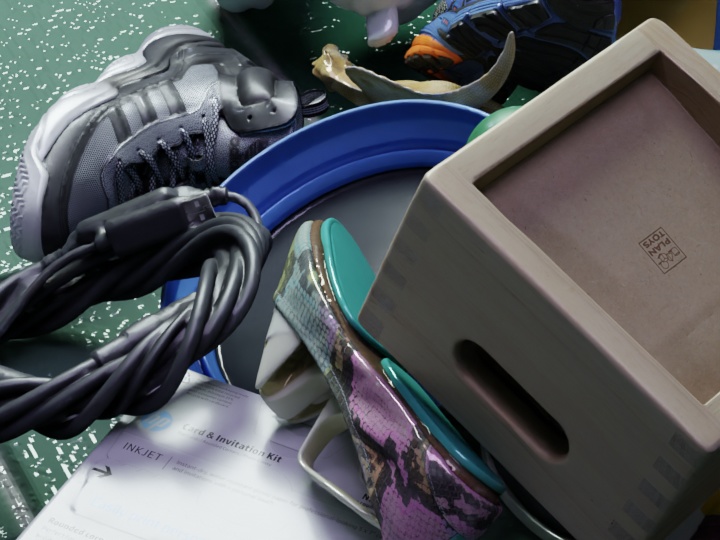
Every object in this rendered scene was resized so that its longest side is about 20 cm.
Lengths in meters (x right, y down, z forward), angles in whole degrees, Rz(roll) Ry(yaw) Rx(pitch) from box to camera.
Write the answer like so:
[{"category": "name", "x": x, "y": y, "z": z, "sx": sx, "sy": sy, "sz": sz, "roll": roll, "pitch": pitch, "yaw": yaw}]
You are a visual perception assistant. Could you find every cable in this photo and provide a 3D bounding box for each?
[{"category": "cable", "x": -0.132, "y": 0.032, "z": 1.140, "sx": 0.199, "sy": 0.051, "sz": 0.164, "roll": -21, "pitch": 29, "yaw": 7}]

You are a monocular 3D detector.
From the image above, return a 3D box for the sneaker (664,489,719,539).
[{"category": "sneaker", "x": 0.142, "y": 0.157, "z": 1.008, "sx": 0.090, "sy": 0.075, "sz": 0.200, "roll": 26, "pitch": 41, "yaw": 17}]

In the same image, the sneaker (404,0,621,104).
[{"category": "sneaker", "x": 0.081, "y": -0.140, "z": 1.271, "sx": 0.075, "sy": 0.079, "sz": 0.200, "roll": 27, "pitch": -9, "yaw": -19}]

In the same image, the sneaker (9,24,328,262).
[{"category": "sneaker", "x": -0.094, "y": -0.061, "z": 1.276, "sx": 0.113, "sy": 0.076, "sz": 0.200, "roll": 16, "pitch": 38, "yaw": 22}]

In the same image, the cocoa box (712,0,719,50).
[{"category": "cocoa box", "x": 0.307, "y": -0.163, "z": 1.370, "sx": 0.133, "sy": 0.132, "sz": 0.200, "roll": 29, "pitch": 46, "yaw": 31}]

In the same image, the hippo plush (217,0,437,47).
[{"category": "hippo plush", "x": -0.020, "y": -0.215, "z": 1.371, "sx": 0.160, "sy": 0.161, "sz": 0.200, "roll": 16, "pitch": 4, "yaw": 18}]

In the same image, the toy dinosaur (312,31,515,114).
[{"category": "toy dinosaur", "x": 0.040, "y": -0.081, "z": 1.277, "sx": 0.199, "sy": 0.101, "sz": 0.059, "roll": 10, "pitch": 70, "yaw": 59}]

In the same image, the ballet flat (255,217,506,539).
[{"category": "ballet flat", "x": -0.004, "y": 0.055, "z": 1.056, "sx": 0.071, "sy": 0.069, "sz": 0.200, "roll": -41, "pitch": 43, "yaw": 9}]

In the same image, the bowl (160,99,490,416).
[{"category": "bowl", "x": 0.000, "y": 0.000, "z": 1.183, "sx": 0.199, "sy": 0.040, "sz": 0.202, "roll": -16, "pitch": 42, "yaw": 15}]

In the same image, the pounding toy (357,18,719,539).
[{"category": "pounding toy", "x": 0.103, "y": -0.001, "z": 1.036, "sx": 0.200, "sy": 0.143, "sz": 0.184, "roll": 44, "pitch": 53, "yaw": 15}]

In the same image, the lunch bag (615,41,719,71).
[{"category": "lunch bag", "x": 0.183, "y": -0.041, "z": 1.260, "sx": 0.198, "sy": 0.078, "sz": 0.161, "roll": 10, "pitch": 41, "yaw": 11}]

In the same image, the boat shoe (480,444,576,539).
[{"category": "boat shoe", "x": 0.087, "y": 0.050, "z": 1.156, "sx": 0.075, "sy": 0.061, "sz": 0.201, "roll": -10, "pitch": 40, "yaw": -14}]

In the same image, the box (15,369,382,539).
[{"category": "box", "x": -0.065, "y": 0.133, "z": 1.036, "sx": 0.155, "sy": 0.041, "sz": 0.200, "roll": 18, "pitch": 42, "yaw": 19}]

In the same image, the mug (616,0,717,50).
[{"category": "mug", "x": 0.141, "y": -0.179, "z": 1.412, "sx": 0.150, "sy": 0.187, "sz": 0.153, "roll": -51, "pitch": 44, "yaw": -6}]
